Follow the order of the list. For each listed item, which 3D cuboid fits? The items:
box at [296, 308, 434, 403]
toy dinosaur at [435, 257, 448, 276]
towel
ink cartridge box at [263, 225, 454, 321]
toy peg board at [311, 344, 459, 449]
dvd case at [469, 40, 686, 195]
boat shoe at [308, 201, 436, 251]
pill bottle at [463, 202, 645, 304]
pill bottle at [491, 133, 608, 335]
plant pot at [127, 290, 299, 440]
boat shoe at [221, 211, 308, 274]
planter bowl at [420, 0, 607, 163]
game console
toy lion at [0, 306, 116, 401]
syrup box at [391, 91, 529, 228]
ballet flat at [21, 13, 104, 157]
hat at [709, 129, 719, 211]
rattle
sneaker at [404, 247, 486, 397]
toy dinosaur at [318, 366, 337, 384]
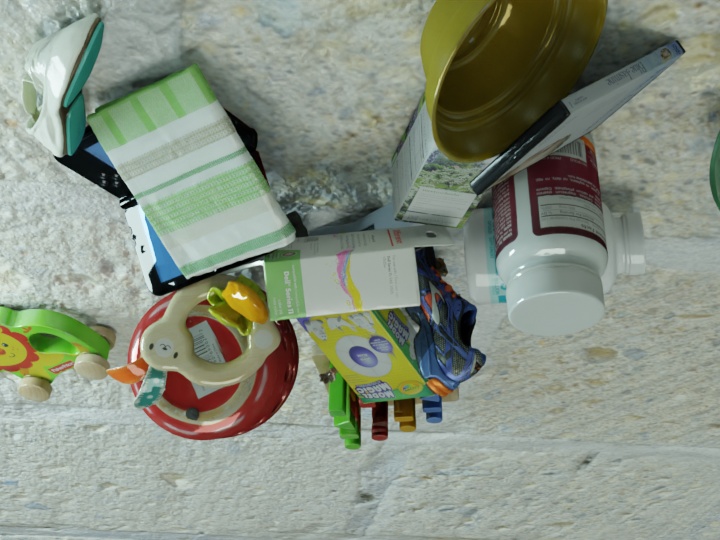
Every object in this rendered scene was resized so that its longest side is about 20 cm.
[{"bbox_3d":[0.016,0.097,1.406,0.117,0.049,0.200,-12,130,37],"label":"box"},{"bbox_3d":[0.013,0.023,1.435,0.198,0.107,0.060,-7,-179,5],"label":"toy dinosaur"},{"bbox_3d":[-0.166,-0.096,1.141,0.148,0.031,0.201,-17,113,28],"label":"towel"},{"bbox_3d":[0.000,0.000,1.223,0.198,0.068,0.117,-6,-167,0],"label":"ink cartridge box"},{"bbox_3d":[0.041,0.189,1.685,0.198,0.098,0.200,-4,151,8],"label":"toy peg board"},{"bbox_3d":[0.202,-0.142,1.058,0.199,0.018,0.143,-30,172,-39],"label":"dvd case"},{"bbox_3d":[0.004,-0.025,1.347,0.199,0.070,0.066,-26,140,26],"label":"boat shoe"},{"bbox_3d":[0.219,-0.023,1.297,0.198,0.112,0.111,-5,150,8],"label":"pill bottle"},{"bbox_3d":[0.193,-0.043,1.168,0.113,0.201,0.114,0,151,0],"label":"pill bottle"},{"bbox_3d":[-0.183,0.110,1.386,0.199,0.202,0.182,-3,179,5],"label":"plant pot"},{"bbox_3d":[-0.148,-0.027,1.363,0.199,0.057,0.067,-10,-175,25],"label":"boat shoe"},{"bbox_3d":[0.112,-0.199,0.978,0.200,0.083,0.201,-32,149,-22],"label":"planter bowl"},{"bbox_3d":[-0.203,-0.080,1.191,0.199,0.119,0.172,-20,145,31],"label":"game console"},{"bbox_3d":[-0.470,0.100,1.580,0.199,0.069,0.192,-20,137,31],"label":"toy lion"},{"bbox_3d":[0.095,-0.128,1.142,0.078,0.082,0.200,6,150,-13],"label":"syrup box"},{"bbox_3d":[-0.291,-0.178,1.084,0.069,0.070,0.200,9,150,-16],"label":"ballet flat"},{"bbox_3d":[0.433,-0.128,1.206,0.164,0.176,0.201,1,113,3],"label":"hat"},{"bbox_3d":[-0.187,0.088,1.229,0.199,0.143,0.131,-22,109,-3],"label":"rattle"},{"bbox_3d":[0.098,0.046,1.335,0.078,0.201,0.075,-23,154,19],"label":"sneaker"},{"bbox_3d":[0.018,0.083,1.521,0.198,0.086,0.136,4,144,-18],"label":"toy dinosaur"}]
